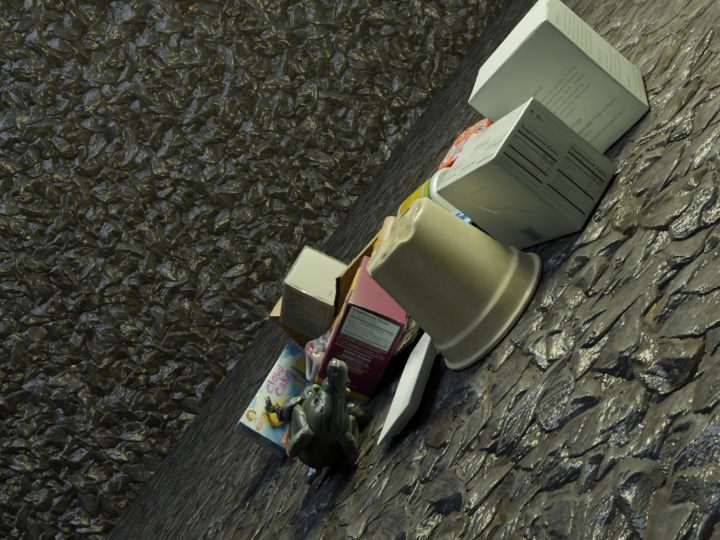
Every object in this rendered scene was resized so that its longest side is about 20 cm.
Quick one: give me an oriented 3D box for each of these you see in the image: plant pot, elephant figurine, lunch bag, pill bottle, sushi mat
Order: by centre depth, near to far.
[{"bbox_3d":[0.116,0.004,1.191,0.201,0.183,0.201,-51,9,11],"label":"plant pot"},{"bbox_3d":[-0.057,0.234,1.309,0.141,0.156,0.200,-32,-3,-9],"label":"elephant figurine"},{"bbox_3d":[0.000,0.000,1.560,0.200,0.012,0.096,-48,-28,-50],"label":"sushi mat"},{"bbox_3d":[0.143,-0.113,1.715,0.200,0.113,0.113,-41,15,55],"label":"pill bottle"},{"bbox_3d":[0.226,-0.220,1.827,0.177,0.082,0.200,-60,9,-16],"label":"lunch bag"}]

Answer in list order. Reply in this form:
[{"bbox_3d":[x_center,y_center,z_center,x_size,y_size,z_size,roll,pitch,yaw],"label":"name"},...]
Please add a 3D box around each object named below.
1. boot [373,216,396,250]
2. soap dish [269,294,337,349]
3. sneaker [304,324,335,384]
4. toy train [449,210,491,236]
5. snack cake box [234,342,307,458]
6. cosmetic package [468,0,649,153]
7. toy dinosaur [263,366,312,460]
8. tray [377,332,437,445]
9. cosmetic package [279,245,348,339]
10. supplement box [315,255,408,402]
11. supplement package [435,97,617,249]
[{"bbox_3d":[0.066,0.006,1.582,0.201,0.070,0.145,49,-127,-57],"label":"boot"},{"bbox_3d":[-0.074,0.096,1.793,0.081,0.200,0.158,-4,46,53],"label":"soap dish"},{"bbox_3d":[-0.040,0.127,1.575,0.075,0.104,0.201,-142,70,-72],"label":"sneaker"},{"bbox_3d":[0.154,-0.056,1.404,0.199,0.087,0.114,-18,15,39],"label":"toy train"},{"bbox_3d":[-0.153,0.262,1.741,0.200,0.115,0.067,-59,2,-31],"label":"snack cake box"},{"bbox_3d":[0.296,-0.274,1.286,0.166,0.200,0.168,-47,10,32],"label":"cosmetic package"},{"bbox_3d":[-0.095,0.244,1.694,0.181,0.201,0.105,-15,4,-26],"label":"toy dinosaur"},{"bbox_3d":[0.079,0.160,1.253,0.108,0.022,0.200,-61,2,41],"label":"tray"},{"bbox_3d":[-0.087,0.048,1.616,0.087,0.103,0.200,-62,-3,-25],"label":"cosmetic package"},{"bbox_3d":[0.009,0.101,1.434,0.131,0.103,0.200,-70,3,-52],"label":"supplement box"},{"bbox_3d":[0.228,-0.127,1.211,0.111,0.156,0.200,-56,10,-15],"label":"supplement package"}]
